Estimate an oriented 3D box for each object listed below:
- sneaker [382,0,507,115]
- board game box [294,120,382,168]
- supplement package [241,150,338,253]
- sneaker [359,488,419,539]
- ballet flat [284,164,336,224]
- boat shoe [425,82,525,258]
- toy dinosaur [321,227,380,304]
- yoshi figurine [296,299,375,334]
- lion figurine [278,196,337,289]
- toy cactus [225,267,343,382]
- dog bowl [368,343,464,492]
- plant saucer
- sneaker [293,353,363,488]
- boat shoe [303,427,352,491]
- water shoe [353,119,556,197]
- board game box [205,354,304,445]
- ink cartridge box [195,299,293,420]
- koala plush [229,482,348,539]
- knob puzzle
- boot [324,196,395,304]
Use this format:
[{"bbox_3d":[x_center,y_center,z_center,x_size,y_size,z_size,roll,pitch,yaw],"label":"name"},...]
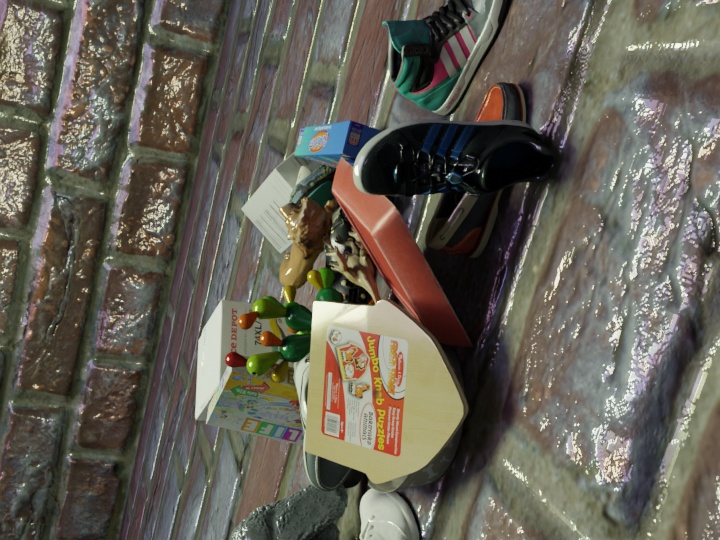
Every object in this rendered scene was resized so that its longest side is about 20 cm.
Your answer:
[{"bbox_3d":[0.091,-0.295,0.894,0.084,0.120,0.201,-110,37,-50],"label":"sneaker"},{"bbox_3d":[0.013,-0.153,0.977,0.200,0.151,0.045,21,97,68],"label":"board game box"},{"bbox_3d":[-0.106,-0.127,1.249,0.114,0.110,0.200,-45,7,-29],"label":"supplement package"},{"bbox_3d":[0.021,0.325,0.843,0.200,0.088,0.076,-122,46,-59],"label":"sneaker"},{"bbox_3d":[-0.053,-0.148,1.126,0.200,0.074,0.074,-41,19,-13],"label":"ballet flat"},{"bbox_3d":[0.126,-0.113,0.811,0.071,0.062,0.201,-140,63,-66],"label":"boat shoe"},{"bbox_3d":[0.000,0.000,0.948,0.101,0.058,0.200,60,175,-28],"label":"toy dinosaur"},{"bbox_3d":[-0.026,0.110,1.039,0.200,0.112,0.113,-38,63,55],"label":"yoshi figurine"},{"bbox_3d":[-0.082,-0.028,1.041,0.123,0.072,0.201,-77,-1,-49],"label":"lion figurine"},{"bbox_3d":[-0.063,0.076,0.938,0.200,0.164,0.103,-44,-39,-49],"label":"toy cactus"},{"bbox_3d":[0.055,0.162,0.870,0.200,0.058,0.201,-171,90,-68],"label":"dog bowl"},{"bbox_3d":[0.037,-0.017,0.844,0.037,0.200,0.200,-34,29,-2],"label":"plant saucer"},{"bbox_3d":[-0.042,0.210,0.967,0.089,0.074,0.201,-134,24,-76],"label":"sneaker"},{"bbox_3d":[-0.013,0.174,0.860,0.062,0.073,0.201,33,105,66],"label":"boat shoe"},{"bbox_3d":[0.093,-0.108,0.714,0.079,0.199,0.072,-120,20,-59],"label":"water shoe"},{"bbox_3d":[-0.107,0.194,1.052,0.034,0.199,0.135,-91,23,-45],"label":"board game box"},{"bbox_3d":[-0.149,0.155,1.172,0.146,0.199,0.147,130,143,-49],"label":"ink cartridge box"},{"bbox_3d":[-0.091,0.401,0.996,0.200,0.183,0.178,98,155,-62],"label":"koala plush"},{"bbox_3d":[0.029,0.129,0.788,0.219,0.030,0.221,1,93,36],"label":"knob puzzle"},{"bbox_3d":[-0.003,-0.027,1.077,0.203,0.073,0.155,147,125,-62],"label":"boot"}]
